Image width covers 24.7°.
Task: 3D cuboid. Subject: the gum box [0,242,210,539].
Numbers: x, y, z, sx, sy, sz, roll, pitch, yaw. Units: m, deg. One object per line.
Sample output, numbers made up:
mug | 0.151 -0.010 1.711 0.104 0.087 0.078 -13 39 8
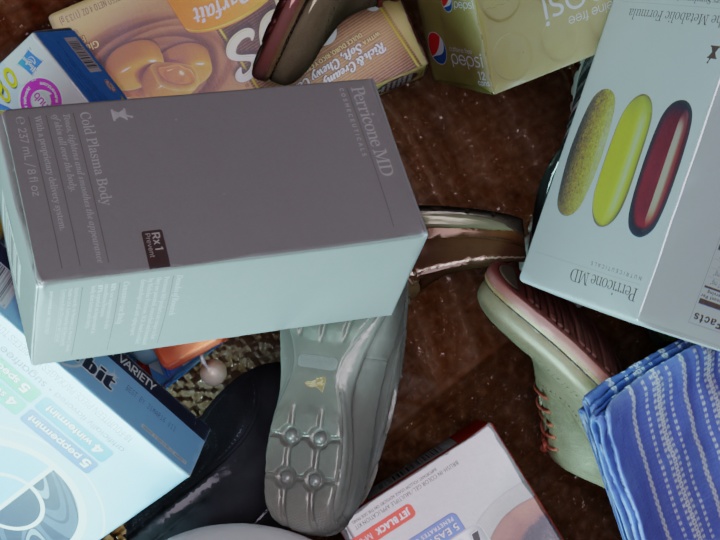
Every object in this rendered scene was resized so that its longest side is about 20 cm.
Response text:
gum box | -0.211 0.091 0.898 0.200 0.045 0.170 -36 110 31

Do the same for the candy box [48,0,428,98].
candy box | -0.072 -0.135 0.994 0.200 0.055 0.116 -23 89 -3

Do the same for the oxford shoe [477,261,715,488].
oxford shoe | 0.127 0.080 0.965 0.075 0.070 0.200 -39 105 17

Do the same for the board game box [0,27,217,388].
board game box | -0.184 -0.001 0.954 0.196 0.056 0.200 -39 88 17

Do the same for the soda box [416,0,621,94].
soda box | 0.132 -0.164 0.929 0.200 0.064 0.068 -23 112 -23

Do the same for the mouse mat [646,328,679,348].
mouse mat | 0.228 -0.064 0.968 0.200 0.008 0.161 -29 111 -20

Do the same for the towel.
towel | 0.219 0.099 0.952 0.200 0.024 0.145 -26 104 -29

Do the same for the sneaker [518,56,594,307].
sneaker | 0.152 -0.072 0.980 0.074 0.087 0.200 22 87 0

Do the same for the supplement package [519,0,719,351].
supplement package | 0.186 -0.064 0.878 0.109 0.114 0.201 18 91 -30

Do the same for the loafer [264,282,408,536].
loafer | -0.010 0.049 0.928 0.070 0.070 0.201 12 84 21

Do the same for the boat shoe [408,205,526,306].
boat shoe | 0.000 0.000 0.986 0.199 0.076 0.074 -3 93 7

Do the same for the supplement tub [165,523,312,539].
supplement tub | -0.070 0.254 0.896 0.144 0.145 0.200 8 123 -1

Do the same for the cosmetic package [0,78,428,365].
cosmetic package | -0.077 -0.027 0.835 0.199 0.090 0.107 -11 61 -18

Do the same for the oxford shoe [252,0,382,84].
oxford shoe | 0.016 -0.177 0.931 0.075 0.070 0.200 37 87 -10

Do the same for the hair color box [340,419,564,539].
hair color box | 0.082 0.202 0.978 0.111 0.064 0.200 -33 90 -4

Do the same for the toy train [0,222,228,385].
toy train | -0.169 0.021 0.896 0.200 0.056 0.151 -23 93 17

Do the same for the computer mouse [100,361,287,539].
computer mouse | -0.078 0.147 0.956 0.053 0.139 0.200 23 74 42
